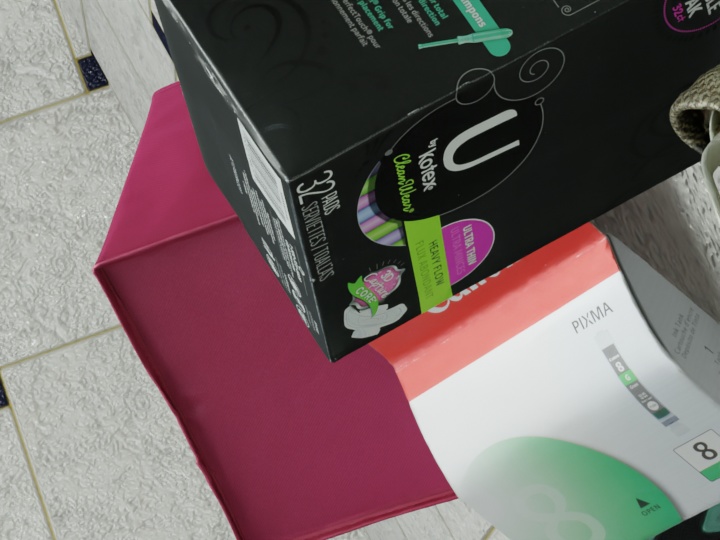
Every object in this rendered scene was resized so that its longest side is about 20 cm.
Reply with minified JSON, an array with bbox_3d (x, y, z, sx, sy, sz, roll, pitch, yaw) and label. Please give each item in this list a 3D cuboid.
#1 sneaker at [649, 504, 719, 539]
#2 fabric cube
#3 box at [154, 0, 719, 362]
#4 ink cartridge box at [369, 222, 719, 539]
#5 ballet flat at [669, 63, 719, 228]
[{"bbox_3d":[0.188,0.192,1.398,0.200,0.078,0.140,63,170,0],"label":"sneaker"},{"bbox_3d":[0.000,0.000,1.311,0.199,0.196,0.200,-83,-28,-60],"label":"fabric cube"},{"bbox_3d":[0.037,-0.085,1.026,0.124,0.200,0.149,56,168,29],"label":"box"},{"bbox_3d":[0.082,0.048,1.162,0.200,0.050,0.161,38,136,-18],"label":"ink cartridge box"},{"bbox_3d":[0.175,-0.003,0.893,0.200,0.075,0.068,55,168,36],"label":"ballet flat"}]
